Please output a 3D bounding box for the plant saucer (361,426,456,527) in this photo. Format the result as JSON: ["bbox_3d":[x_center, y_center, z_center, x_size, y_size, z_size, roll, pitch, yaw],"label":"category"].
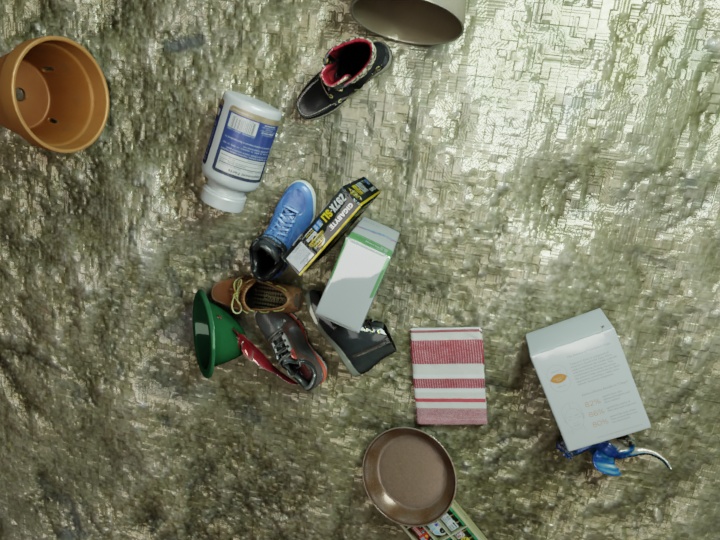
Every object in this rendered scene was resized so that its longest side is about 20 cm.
[{"bbox_3d":[0.101,0.416,1.212,0.198,0.037,0.203,0,91,20],"label":"plant saucer"}]

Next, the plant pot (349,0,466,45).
[{"bbox_3d":[0.093,-0.493,0.939,0.185,0.187,0.203,12,92,7],"label":"plant pot"}]

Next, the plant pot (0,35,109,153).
[{"bbox_3d":[-0.593,-0.323,1.097,0.138,0.200,0.203,8,106,25],"label":"plant pot"}]

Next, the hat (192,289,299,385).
[{"bbox_3d":[-0.240,0.132,1.218,0.174,0.165,0.203,-5,95,-27],"label":"hat"}]

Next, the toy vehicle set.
[{"bbox_3d":[0.161,0.535,1.255,0.124,0.027,0.200,-39,95,17],"label":"toy vehicle set"}]

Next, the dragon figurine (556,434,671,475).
[{"bbox_3d":[0.475,0.349,1.133,0.198,0.059,0.100,24,107,4],"label":"dragon figurine"}]

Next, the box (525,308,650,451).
[{"bbox_3d":[0.409,0.198,1.081,0.151,0.106,0.202,-21,100,15],"label":"box"}]

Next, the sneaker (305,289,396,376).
[{"bbox_3d":[-0.018,0.101,1.159,0.106,0.075,0.201,-32,106,12],"label":"sneaker"}]

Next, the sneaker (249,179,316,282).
[{"bbox_3d":[-0.147,-0.070,1.112,0.076,0.111,0.201,28,107,2],"label":"sneaker"}]

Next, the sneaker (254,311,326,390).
[{"bbox_3d":[-0.142,0.154,1.182,0.077,0.082,0.200,-41,91,18],"label":"sneaker"}]

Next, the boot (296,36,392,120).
[{"bbox_3d":[-0.041,-0.325,1.006,0.198,0.151,0.074,-27,98,15],"label":"boot"}]

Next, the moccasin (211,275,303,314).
[{"bbox_3d":[-0.211,0.051,1.155,0.199,0.078,0.075,12,90,26],"label":"moccasin"}]

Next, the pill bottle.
[{"bbox_3d":[-0.226,-0.214,1.089,0.110,0.111,0.202,23,107,3],"label":"pill bottle"}]

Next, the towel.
[{"bbox_3d":[0.174,0.209,1.173,0.142,0.023,0.203,-3,102,13],"label":"towel"}]

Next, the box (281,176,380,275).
[{"bbox_3d":[-0.046,-0.084,1.044,0.049,0.200,0.160,41,107,-1],"label":"box"}]

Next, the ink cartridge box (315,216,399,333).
[{"bbox_3d":[0.000,0.000,1.058,0.087,0.200,0.147,23,106,0],"label":"ink cartridge box"}]
